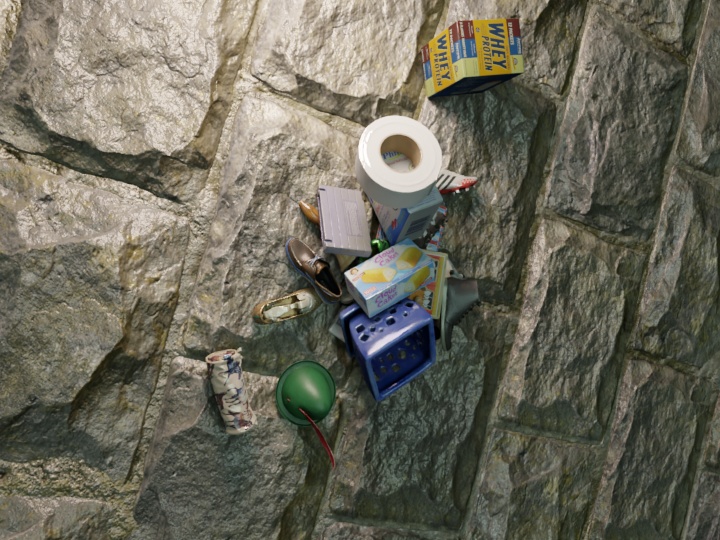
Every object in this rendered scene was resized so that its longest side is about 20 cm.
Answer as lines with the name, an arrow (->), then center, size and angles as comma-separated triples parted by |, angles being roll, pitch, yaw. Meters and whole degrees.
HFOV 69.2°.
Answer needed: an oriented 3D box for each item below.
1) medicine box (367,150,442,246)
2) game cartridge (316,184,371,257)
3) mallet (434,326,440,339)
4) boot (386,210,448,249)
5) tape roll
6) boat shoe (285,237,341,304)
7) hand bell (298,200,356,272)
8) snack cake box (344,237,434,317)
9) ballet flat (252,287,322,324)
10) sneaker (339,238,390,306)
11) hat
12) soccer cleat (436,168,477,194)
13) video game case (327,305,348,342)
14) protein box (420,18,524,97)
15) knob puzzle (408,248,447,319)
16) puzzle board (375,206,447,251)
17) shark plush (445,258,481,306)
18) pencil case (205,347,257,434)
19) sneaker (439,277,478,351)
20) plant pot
medicine box -> 0.099, -0.198, 1.318 | 0.101, 0.183, 0.204 | -20, 71, -18
game cartridge -> -0.042, -0.126, 1.324 | 0.126, 0.039, 0.205 | 9, 52, -25
mallet -> 0.178, 0.102, 1.480 | 0.064, 0.041, 0.206 | -13, 94, -25
boot -> 0.182, -0.083, 1.433 | 0.175, 0.069, 0.200 | -46, 106, -10
tape roll -> 0.087, -0.249, 1.198 | 0.196, 0.071, 0.208 | 4, 67, -8
boat shoe -> -0.111, -0.007, 1.325 | 0.201, 0.072, 0.072 | 50, 61, -7
hand bell -> -0.086, -0.103, 1.351 | 0.200, 0.104, 0.104 | 44, 78, -4
snack cake box -> 0.072, 0.015, 1.282 | 0.197, 0.115, 0.068 | -29, 137, -16
ballet flat -> -0.175, 0.095, 1.323 | 0.195, 0.065, 0.073 | -20, 98, -20
sneaker -> 0.000, 0.000, 1.357 | 0.077, 0.085, 0.203 | 33, 94, 23
hat -> -0.107, 0.337, 1.302 | 0.166, 0.175, 0.200 | -47, 107, -12
soccer cleat -> 0.244, -0.255, 1.470 | 0.195, 0.068, 0.088 | -14, 94, -18
video game case -> 0.033, 0.126, 1.429 | 0.181, 0.023, 0.203 | 36, 80, -19
protein box -> 0.297, -0.564, 1.401 | 0.193, 0.199, 0.139 | -12, 97, -20
knob puzzle -> 0.125, 0.032, 1.388 | 0.212, 0.031, 0.227 | 2, 104, 6
puzzle board -> 0.146, -0.129, 1.464 | 0.195, 0.017, 0.155 | 15, 87, -22
shark plush -> 0.291, 0.033, 1.503 | 0.197, 0.091, 0.085 | 32, 44, -13
pencil case -> -0.311, 0.295, 1.273 | 0.087, 0.078, 0.206 | -13, 98, 0
sneaker -> 0.270, 0.123, 1.431 | 0.103, 0.075, 0.207 | 2, 99, 6
plant pot -> 0.061, 0.169, 1.314 | 0.197, 0.180, 0.203 | -30, 139, -16
